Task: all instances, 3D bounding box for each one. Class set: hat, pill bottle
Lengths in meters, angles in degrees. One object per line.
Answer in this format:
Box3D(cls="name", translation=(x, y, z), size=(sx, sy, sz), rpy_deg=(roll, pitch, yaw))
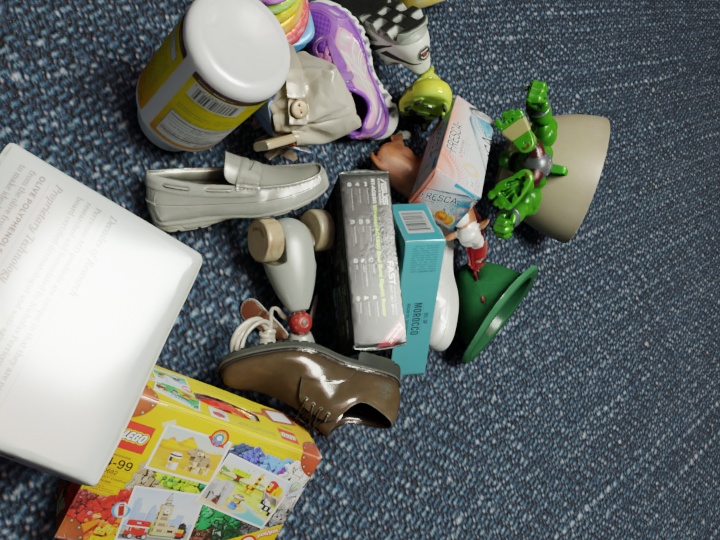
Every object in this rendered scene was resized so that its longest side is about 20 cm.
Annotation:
Box3D(cls="hat", translation=(0.144, 0.008, 0.969), size=(0.176, 0.167, 0.200), rpy_deg=(38, 51, 18))
Box3D(cls="pill bottle", translation=(-0.163, -0.193, 0.684), size=(0.108, 0.199, 0.111), rpy_deg=(9, 74, -35))

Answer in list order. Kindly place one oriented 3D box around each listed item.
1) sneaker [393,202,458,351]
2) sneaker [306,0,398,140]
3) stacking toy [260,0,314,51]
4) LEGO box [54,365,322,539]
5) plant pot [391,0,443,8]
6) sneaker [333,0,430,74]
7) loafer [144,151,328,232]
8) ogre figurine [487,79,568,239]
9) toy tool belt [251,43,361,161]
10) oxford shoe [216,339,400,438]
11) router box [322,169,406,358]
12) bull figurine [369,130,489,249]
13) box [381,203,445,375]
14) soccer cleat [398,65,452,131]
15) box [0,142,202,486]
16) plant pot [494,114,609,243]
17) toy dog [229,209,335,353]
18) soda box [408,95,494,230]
Box3D(cls="sneaker", translation=(0.070, 0.005, 0.902), size=(0.115, 0.073, 0.202), rpy_deg=(17, 60, -31))
Box3D(cls="sneaker", translation=(-0.025, -0.257, 0.870), size=(0.202, 0.080, 0.088), rpy_deg=(61, 38, -10))
Box3D(cls="stacking toy", translation=(-0.105, -0.330, 0.754), size=(0.115, 0.200, 0.111), rpy_deg=(-19, 89, -12))
Box3D(cls="LEGO box", translation=(-0.162, 0.193, 0.634), size=(0.199, 0.077, 0.150), rpy_deg=(27, 96, -29))
Box3D(cls="plant pot", translation=(0.089, -0.490, 0.962), size=(0.200, 0.199, 0.191), rpy_deg=(-37, 118, -36))
Box3D(cls="sneaker", translation=(0.029, -0.329, 0.912), size=(0.074, 0.200, 0.089), rpy_deg=(-33, 140, -5))
Box3D(cls="loafer", translation=(-0.133, -0.094, 0.719), size=(0.198, 0.070, 0.071), rpy_deg=(-13, 121, -12))
Box3D(cls="ogre figurine", translation=(0.233, -0.146, 0.920), size=(0.119, 0.097, 0.203), rpy_deg=(-2, 87, -59))
Box3D(cls="toy tool belt", translation=(-0.093, -0.194, 0.776), size=(0.122, 0.200, 0.126), rpy_deg=(-34, 121, -8))
Box3D(cls="oxford shoe", translation=(-0.050, 0.124, 0.679), size=(0.198, 0.073, 0.085), rpy_deg=(10, 52, -12))
Box3D(cls="router box", translation=(0.000, 0.000, 0.790), size=(0.061, 0.150, 0.203), rpy_deg=(-3, 81, -12))
Box3D(cls="bull figurine", translation=(0.102, -0.114, 0.913), size=(0.199, 0.065, 0.122), rpy_deg=(37, 30, -6))
Box3D(cls="box", translation=(0.056, 0.026, 0.802), size=(0.049, 0.202, 0.083), rpy_deg=(-3, 35, -12))
Box3D(cls="soccer cleat", translation=(0.086, -0.242, 0.900), size=(0.064, 0.200, 0.085), rpy_deg=(12, 94, -3))
Box3D(cls="box", translation=(-0.272, 0.046, 0.547), size=(0.171, 0.198, 0.202), rpy_deg=(32, 64, -27))
Box3D(cls="plant pot", translation=(0.290, -0.159, 1.047), size=(0.133, 0.201, 0.202), rpy_deg=(16, 65, 4))
Box3D(cls="toy dog", translation=(-0.092, 0.021, 0.776), size=(0.131, 0.096, 0.202), rpy_deg=(18, 84, -36))
Box3D(cls="soda box", translation=(0.120, -0.143, 0.849), size=(0.068, 0.064, 0.201), rpy_deg=(31, 41, -10))
